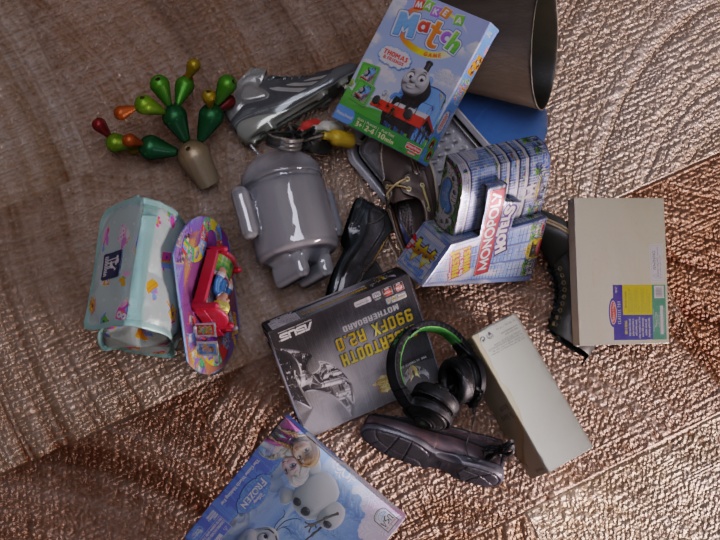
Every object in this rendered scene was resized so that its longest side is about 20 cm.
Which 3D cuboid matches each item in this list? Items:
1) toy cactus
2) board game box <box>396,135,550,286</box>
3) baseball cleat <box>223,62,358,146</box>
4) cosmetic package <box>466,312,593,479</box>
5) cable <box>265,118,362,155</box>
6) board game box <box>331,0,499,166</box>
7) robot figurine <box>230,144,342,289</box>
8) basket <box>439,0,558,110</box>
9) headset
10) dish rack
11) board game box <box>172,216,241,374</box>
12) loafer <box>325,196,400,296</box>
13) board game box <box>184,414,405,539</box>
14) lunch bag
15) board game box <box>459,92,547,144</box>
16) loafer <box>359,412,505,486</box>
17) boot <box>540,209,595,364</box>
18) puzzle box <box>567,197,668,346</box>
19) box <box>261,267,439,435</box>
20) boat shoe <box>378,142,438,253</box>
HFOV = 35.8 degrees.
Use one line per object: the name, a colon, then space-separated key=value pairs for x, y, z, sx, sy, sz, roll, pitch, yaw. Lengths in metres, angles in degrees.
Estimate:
toy cactus: x=-0.249 y=-0.189 z=1.528 sx=0.200 sy=0.102 sz=0.165 roll=-28 pitch=103 yaw=-7
board game box: x=0.149 y=-0.059 z=1.443 sx=0.200 sy=0.200 sz=0.062 roll=-17 pitch=42 yaw=-31
baseball cleat: x=-0.100 y=-0.259 z=1.567 sx=0.200 sy=0.070 sz=0.106 roll=-33 pitch=81 yaw=-14
cosmetic package: x=0.214 y=0.166 z=1.466 sx=0.073 sy=0.104 sz=0.200 roll=-26 pitch=77 yaw=-11
cable: x=-0.079 y=-0.186 z=1.481 sx=0.097 sy=0.200 sz=0.050 roll=24 pitch=101 yaw=22
board game box: x=0.070 y=-0.259 z=1.475 sx=0.151 sy=0.037 sz=0.200 roll=30 pitch=94 yaw=29
robot figurine: x=-0.097 y=-0.078 z=1.494 sx=0.169 sy=0.113 sz=0.200 roll=0 pitch=71 yaw=-44
basket: x=0.158 y=-0.314 z=1.536 sx=0.200 sy=0.181 sz=0.136 roll=8 pitch=34 yaw=23
headset: x=0.119 y=0.155 z=1.412 sx=0.123 sy=0.094 sz=0.200 roll=-36 pitch=95 yaw=-32
dish rack: x=0.094 y=-0.152 z=1.538 sx=0.172 sy=0.044 sz=0.200 roll=-44 pitch=81 yaw=25
board game box: x=-0.178 y=0.030 z=1.416 sx=0.039 sy=0.158 sz=0.200 roll=-2 pitch=100 yaw=19
loafer: x=0.000 y=0.000 z=1.507 sx=0.072 sy=0.073 sz=0.200 roll=18 pitch=75 yaw=-5
board game box: x=-0.081 y=0.321 z=1.400 sx=0.199 sy=0.043 sz=0.200 roll=39 pitch=89 yaw=5
lunch bag: x=-0.276 y=0.011 z=1.407 sx=0.122 sy=0.200 sz=0.171 roll=7 pitch=75 yaw=-4
board game box: x=0.163 y=-0.204 z=1.594 sx=0.200 sy=0.039 sz=0.158 roll=35 pitch=72 yaw=15
loafer: x=0.097 y=0.224 z=1.464 sx=0.200 sy=0.072 sz=0.063 roll=21 pitch=55 yaw=-7
boot: x=0.272 y=0.018 z=1.530 sx=0.200 sy=0.077 sz=0.138 roll=36 pitch=79 yaw=6
puzzle box: x=0.346 y=0.002 z=1.500 sx=0.133 sy=0.025 sz=0.200 roll=0 pitch=86 yaw=-13
box: x=-0.010 y=0.106 z=1.451 sx=0.200 sy=0.048 sz=0.159 roll=-22 pitch=108 yaw=-11
boat shoe: x=0.066 y=-0.095 z=1.505 sx=0.072 sy=0.060 sz=0.200 roll=-15 pitch=93 yaw=29
